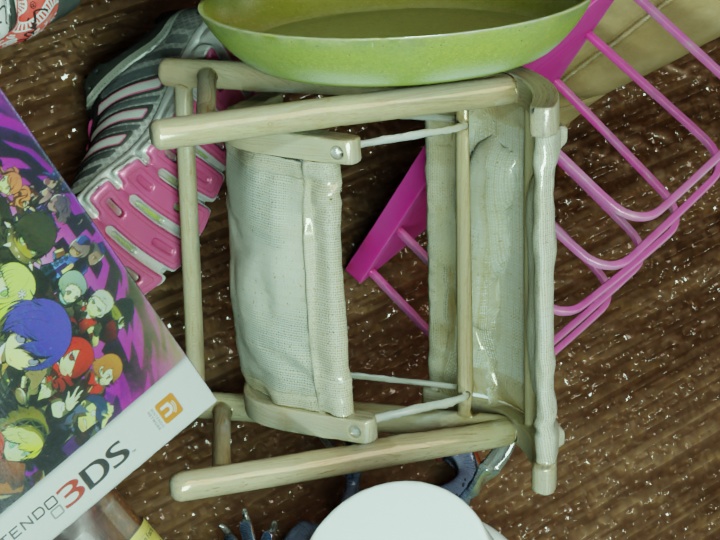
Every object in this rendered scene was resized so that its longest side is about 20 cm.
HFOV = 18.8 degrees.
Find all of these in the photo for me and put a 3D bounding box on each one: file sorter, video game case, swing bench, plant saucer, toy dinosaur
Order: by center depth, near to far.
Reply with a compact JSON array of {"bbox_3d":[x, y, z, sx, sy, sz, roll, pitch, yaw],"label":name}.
[{"bbox_3d":[-0.187,0.038,0.967,0.181,0.036,0.200,-40,113,-17],"label":"video game case"},{"bbox_3d":[0.000,0.000,1.094,0.199,0.130,0.200,-2,110,-3],"label":"swing bench"},{"bbox_3d":[0.019,-0.124,1.095,0.200,0.200,0.031,-16,112,-36],"label":"plant saucer"},{"bbox_3d":[0.001,0.145,1.200,0.105,0.200,0.181,35,22,26],"label":"toy dinosaur"},{"bbox_3d":[0.109,-0.044,1.219,0.125,0.200,0.139,45,53,9],"label":"file sorter"}]

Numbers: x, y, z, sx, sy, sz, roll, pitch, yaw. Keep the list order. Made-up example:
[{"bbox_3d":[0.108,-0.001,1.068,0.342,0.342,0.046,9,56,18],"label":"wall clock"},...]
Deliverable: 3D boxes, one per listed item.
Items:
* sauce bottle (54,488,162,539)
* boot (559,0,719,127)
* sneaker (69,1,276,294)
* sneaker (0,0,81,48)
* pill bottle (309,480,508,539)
[{"bbox_3d":[-0.131,0.148,1.097,0.200,0.066,0.066,49,54,-7],"label":"sauce bottle"},{"bbox_3d":[0.115,-0.155,1.277,0.175,0.200,0.066,15,62,-30],"label":"boot"},{"bbox_3d":[-0.120,-0.064,1.175,0.074,0.087,0.200,41,77,-40],"label":"sneaker"},{"bbox_3d":[-0.236,-0.203,1.141,0.108,0.067,0.202,-38,100,-42],"label":"sneaker"},{"bbox_3d":[0.044,0.189,1.076,0.200,0.113,0.113,59,40,-54],"label":"pill bottle"}]
